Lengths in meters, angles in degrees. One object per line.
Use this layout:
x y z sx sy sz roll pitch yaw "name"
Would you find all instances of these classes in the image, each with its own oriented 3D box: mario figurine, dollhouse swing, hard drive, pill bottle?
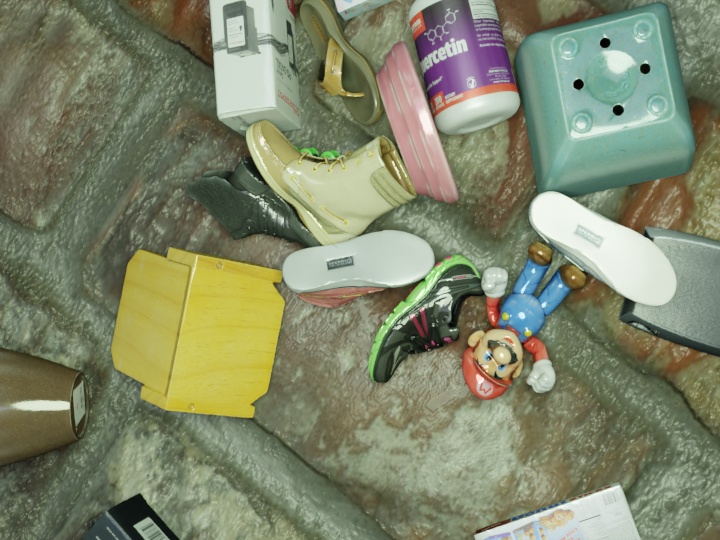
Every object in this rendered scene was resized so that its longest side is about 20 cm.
0.198 0.070 1.085 0.123 0.106 0.202 31 89 42 "mario figurine"
-0.229 0.077 1.219 0.178 0.175 0.205 11 91 -29 "dollhouse swing"
0.429 0.032 1.069 0.196 0.042 0.138 17 93 12 "hard drive"
0.126 -0.282 1.107 0.110 0.112 0.205 -15 86 11 "pill bottle"

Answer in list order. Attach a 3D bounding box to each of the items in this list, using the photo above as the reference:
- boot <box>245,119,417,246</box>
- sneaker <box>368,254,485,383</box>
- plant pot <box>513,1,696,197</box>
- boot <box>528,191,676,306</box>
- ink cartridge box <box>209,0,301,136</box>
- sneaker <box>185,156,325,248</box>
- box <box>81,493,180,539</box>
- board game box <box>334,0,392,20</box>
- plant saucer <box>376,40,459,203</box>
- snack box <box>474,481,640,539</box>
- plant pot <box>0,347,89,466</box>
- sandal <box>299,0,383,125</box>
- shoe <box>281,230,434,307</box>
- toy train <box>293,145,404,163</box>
-0.037 -0.135 1.107 0.154 0.073 0.201 -30 106 32 "boot"
0.083 0.073 1.129 0.084 0.077 0.201 43 99 14 "sneaker"
0.287 -0.206 1.025 0.192 0.200 0.201 -11 86 11 "plant pot"
0.294 -0.029 1.078 0.199 0.090 0.073 38 94 8 "boot"
-0.135 -0.289 1.148 0.081 0.145 0.205 -5 88 10 "ink cartridge box"
-0.136 -0.074 1.189 0.199 0.060 0.104 43 119 -6 "sneaker"
-0.337 0.438 1.200 0.148 0.104 0.200 44 98 9 "box"
0.035 -0.467 1.165 0.195 0.043 0.204 -18 86 11 "board game box"
0.066 -0.174 1.071 0.050 0.200 0.205 -19 85 7 "plant saucer"
0.247 0.336 1.113 0.196 0.024 0.073 -22 85 11 "snack box"
-0.485 0.188 1.215 0.195 0.187 0.192 -1 89 -2 "plant pot"
-0.036 -0.272 1.155 0.053 0.080 0.202 -23 77 -29 "sandal"
0.000 0.000 1.143 0.195 0.091 0.073 -8 75 5 "shoe"
-0.024 -0.130 1.176 0.195 0.042 0.058 8 101 13 "toy train"
